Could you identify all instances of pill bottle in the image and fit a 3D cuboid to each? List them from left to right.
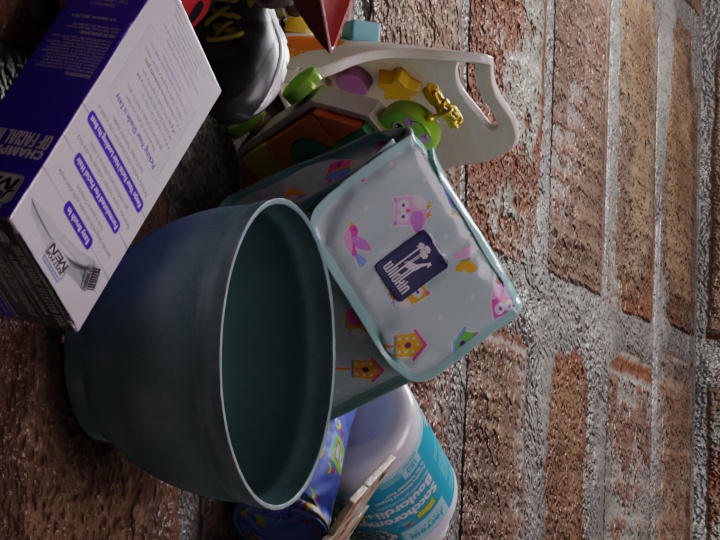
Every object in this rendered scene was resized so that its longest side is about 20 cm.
[{"bbox_3d":[0.018,0.170,1.788,0.200,0.110,0.112,61,35,-53],"label":"pill bottle"}]

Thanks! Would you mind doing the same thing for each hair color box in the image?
[{"bbox_3d":[-0.168,-0.077,1.282,0.201,0.064,0.110,-63,149,-31],"label":"hair color box"}]

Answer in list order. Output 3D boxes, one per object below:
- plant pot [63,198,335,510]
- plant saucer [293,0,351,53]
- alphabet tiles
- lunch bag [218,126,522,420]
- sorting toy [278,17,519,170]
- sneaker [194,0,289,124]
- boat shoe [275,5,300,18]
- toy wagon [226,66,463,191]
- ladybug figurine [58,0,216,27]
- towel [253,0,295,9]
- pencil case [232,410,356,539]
[{"bbox_3d":[-0.112,0.055,1.388,0.200,0.133,0.202,-1,90,-70],"label":"plant pot"},{"bbox_3d":[-0.013,-0.280,1.432,0.200,0.036,0.201,80,27,-68],"label":"plant saucer"},{"bbox_3d":[-0.037,0.234,1.617,0.201,0.008,0.167,-59,172,23],"label":"alphabet tiles"},{"bbox_3d":[0.000,0.000,1.540,0.171,0.199,0.122,57,31,-18],"label":"lunch bag"},{"bbox_3d":[0.033,-0.138,1.730,0.200,0.179,0.107,64,32,-51],"label":"sorting toy"},{"bbox_3d":[-0.101,-0.203,1.533,0.085,0.074,0.202,42,42,-57],"label":"sneaker"},{"bbox_3d":[-0.022,-0.279,1.729,0.203,0.074,0.075,-70,152,-44],"label":"boat shoe"},{"bbox_3d":[-0.007,-0.080,1.586,0.155,0.199,0.040,48,45,-15],"label":"toy wagon"},{"bbox_3d":[-0.137,-0.213,1.410,0.200,0.071,0.137,-52,137,-60],"label":"ladybug figurine"},{"bbox_3d":[-0.065,-0.286,1.528,0.132,0.034,0.201,-16,84,-57],"label":"towel"},{"bbox_3d":[-0.044,0.121,1.660,0.087,0.077,0.201,73,25,-55],"label":"pencil case"}]
